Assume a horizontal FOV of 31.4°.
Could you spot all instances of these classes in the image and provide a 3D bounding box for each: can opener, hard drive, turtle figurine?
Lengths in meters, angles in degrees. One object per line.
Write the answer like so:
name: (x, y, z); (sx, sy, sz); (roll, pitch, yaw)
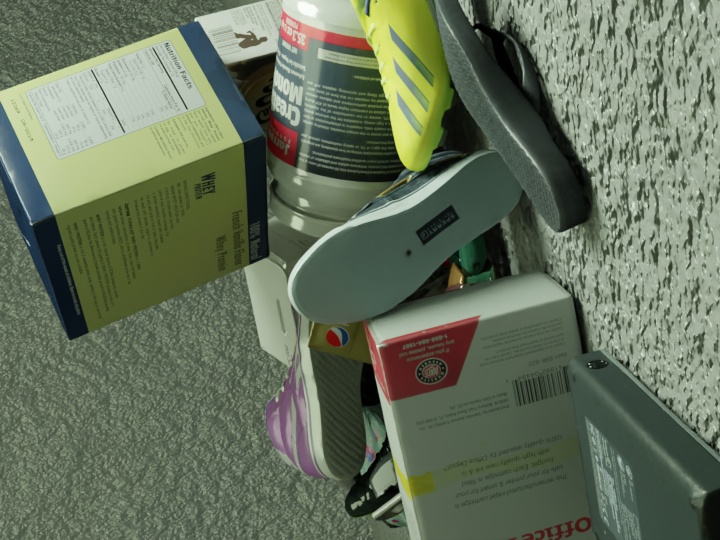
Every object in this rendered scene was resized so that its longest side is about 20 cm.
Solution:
can opener: (0.074, 0.153, 1.097); (0.200, 0.053, 0.067); (-45, 63, 34)
hard drive: (0.181, 0.148, 0.775); (0.200, 0.033, 0.140); (-123, 20, -70)
turtle figurine: (0.078, 0.022, 1.078); (0.150, 0.100, 0.201); (150, 124, -65)

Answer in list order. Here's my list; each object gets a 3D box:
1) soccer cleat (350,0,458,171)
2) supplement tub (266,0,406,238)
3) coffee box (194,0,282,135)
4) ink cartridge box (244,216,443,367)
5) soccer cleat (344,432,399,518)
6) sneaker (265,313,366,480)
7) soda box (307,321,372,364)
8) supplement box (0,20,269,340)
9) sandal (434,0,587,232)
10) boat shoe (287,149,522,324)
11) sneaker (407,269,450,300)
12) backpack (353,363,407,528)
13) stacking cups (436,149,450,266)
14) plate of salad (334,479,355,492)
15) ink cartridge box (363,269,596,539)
soccer cleat: (0.032, -0.175, 0.957); (0.065, 0.083, 0.201); (-161, 73, -81)
supplement tub: (-0.006, -0.139, 1.079); (0.140, 0.140, 0.201); (-117, 32, -60)
coffee box: (-0.041, -0.192, 1.186); (0.113, 0.199, 0.080); (85, 165, -49)
ink cartridge box: (-0.016, -0.007, 1.308); (0.083, 0.200, 0.147); (29, 139, 41)
soccer cleat: (0.051, 0.151, 1.188); (0.081, 0.200, 0.068); (46, -166, -11)
sneaker: (-0.053, 0.094, 1.219); (0.114, 0.072, 0.201); (-1, 87, 53)
soda box: (0.000, 0.000, 1.111); (0.200, 0.064, 0.068); (-83, 8, -65)
supplement box: (-0.196, -0.074, 1.104); (0.135, 0.199, 0.200); (59, 163, 25)
sandal: (0.106, -0.112, 0.875); (0.201, 0.043, 0.076); (62, 175, 26)
boat shoe: (0.026, -0.026, 0.973); (0.071, 0.200, 0.091); (62, 166, -15)
sneaker: (0.073, 0.063, 1.224); (0.100, 0.078, 0.200); (62, -158, -3)
backpack: (0.057, 0.179, 1.330); (0.126, 0.166, 0.201); (0, 111, 65)
stacking cups: (0.055, -0.093, 1.211); (0.061, 0.060, 0.200); (85, 167, -51)
plate of salad: (0.032, 0.157, 1.421); (0.048, 0.199, 0.201); (-16, 88, 54)
ink cartridge box: (0.094, 0.118, 0.950); (0.083, 0.145, 0.201); (-125, 22, -73)
